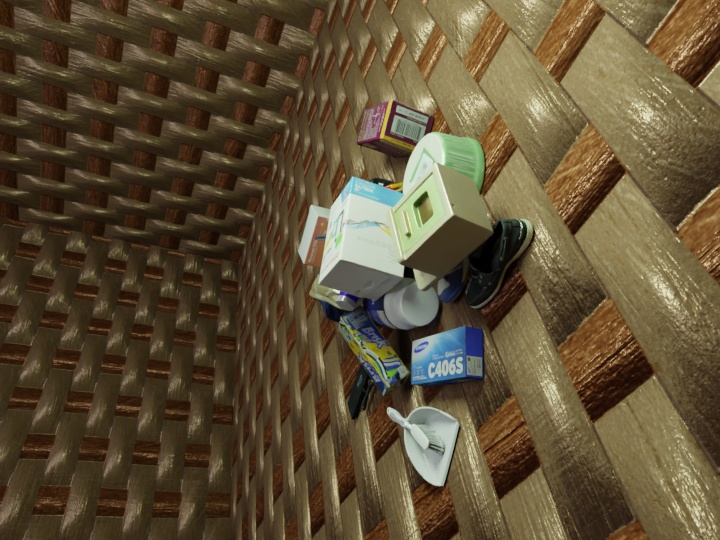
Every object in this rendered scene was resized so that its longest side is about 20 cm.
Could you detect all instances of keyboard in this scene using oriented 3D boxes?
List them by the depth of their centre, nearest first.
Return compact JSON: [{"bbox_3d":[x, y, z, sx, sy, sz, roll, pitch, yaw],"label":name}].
[{"bbox_3d":[0.010,0.312,1.393,0.127,0.020,0.202,-117,42,-66],"label":"keyboard"}]

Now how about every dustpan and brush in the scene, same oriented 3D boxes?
[{"bbox_3d":[0.115,0.330,1.068,0.200,0.057,0.142,-154,76,-68],"label":"dustpan and brush"}]

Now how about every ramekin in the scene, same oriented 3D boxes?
[{"bbox_3d":[0.173,-0.202,1.132,0.200,0.096,0.203,-169,90,-68],"label":"ramekin"}]

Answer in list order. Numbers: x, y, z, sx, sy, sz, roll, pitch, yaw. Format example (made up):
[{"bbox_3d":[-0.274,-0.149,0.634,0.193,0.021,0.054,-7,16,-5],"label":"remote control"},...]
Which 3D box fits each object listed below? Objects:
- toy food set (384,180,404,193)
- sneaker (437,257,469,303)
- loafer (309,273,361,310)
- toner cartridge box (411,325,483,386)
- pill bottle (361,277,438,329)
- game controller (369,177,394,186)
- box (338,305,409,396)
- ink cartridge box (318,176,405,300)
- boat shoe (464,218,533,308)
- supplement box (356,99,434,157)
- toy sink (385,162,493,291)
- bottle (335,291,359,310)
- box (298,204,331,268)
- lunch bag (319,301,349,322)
[{"bbox_3d":[0.061,-0.165,1.292,0.200,0.196,0.049,-38,74,54],"label":"toy food set"},{"bbox_3d":[0.179,-0.035,1.055,0.075,0.087,0.203,-145,67,-64],"label":"sneaker"},{"bbox_3d":[-0.054,0.054,1.333,0.198,0.076,0.068,12,104,34],"label":"loafer"},{"bbox_3d":[0.168,0.176,1.035,0.200,0.043,0.096,146,132,-61],"label":"toner cartridge box"},{"bbox_3d":[0.089,0.076,1.186,0.199,0.114,0.117,173,107,-66],"label":"pill bottle"},{"bbox_3d":[0.056,-0.218,1.524,0.105,0.042,0.200,-62,24,4],"label":"game controller"},{"bbox_3d":[0.028,0.187,1.208,0.201,0.064,0.070,54,156,22],"label":"box"},{"bbox_3d":[0.009,-0.064,1.126,0.147,0.144,0.202,136,146,-58],"label":"ink cartridge box"},{"bbox_3d":[0.231,-0.013,0.941,0.075,0.065,0.200,-101,31,-43],"label":"boat shoe"},{"bbox_3d":[0.089,-0.374,1.387,0.200,0.129,0.105,23,99,67],"label":"supplement box"},{"bbox_3d":[0.125,-0.075,0.961,0.200,0.111,0.132,-45,42,39],"label":"toy sink"},{"bbox_3d":[0.000,0.000,1.246,0.083,0.065,0.202,-21,39,55],"label":"bottle"},{"bbox_3d":[-0.066,-0.086,1.530,0.106,0.197,0.154,-125,50,-61],"label":"box"},{"bbox_3d":[-0.027,0.046,1.456,0.202,0.134,0.132,-70,24,16],"label":"lunch bag"}]
